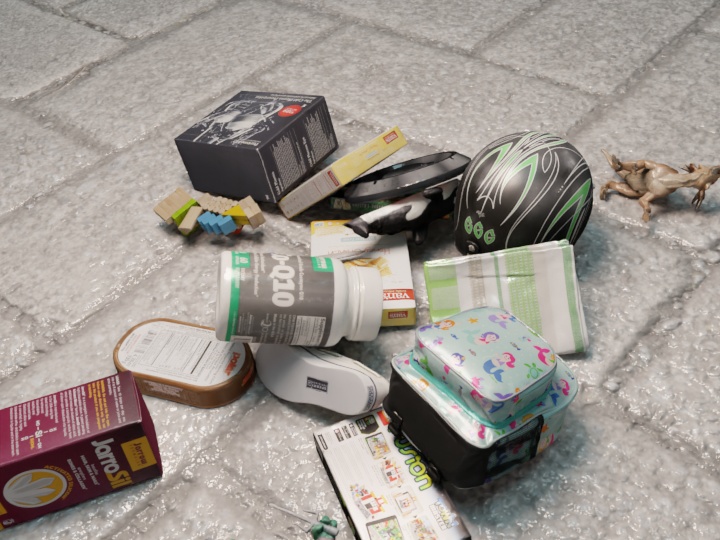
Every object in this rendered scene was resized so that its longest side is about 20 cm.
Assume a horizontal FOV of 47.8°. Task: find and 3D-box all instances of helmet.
[{"bbox_3d":[0.231,-0.100,1.148,0.200,0.191,0.200,14,24,-7],"label":"helmet"}]

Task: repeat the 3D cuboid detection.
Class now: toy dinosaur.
[{"bbox_3d":[0.464,-0.141,1.269,0.135,0.086,0.200,-11,24,-21],"label":"toy dinosaur"}]

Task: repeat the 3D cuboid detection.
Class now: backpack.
[{"bbox_3d":[0.146,0.133,0.935,0.200,0.151,0.178,-12,39,-37],"label":"backpack"}]

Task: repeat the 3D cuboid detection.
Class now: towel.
[{"bbox_3d":[0.189,0.045,1.059,0.200,0.031,0.150,-8,82,2],"label":"towel"}]

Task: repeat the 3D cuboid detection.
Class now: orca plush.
[{"bbox_3d":[0.076,-0.070,1.169,0.200,0.071,0.105,-24,2,-42],"label":"orca plush"}]

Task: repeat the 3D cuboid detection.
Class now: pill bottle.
[{"bbox_3d":[-0.079,0.037,1.020,0.200,0.113,0.113,4,40,-13],"label":"pill bottle"}]

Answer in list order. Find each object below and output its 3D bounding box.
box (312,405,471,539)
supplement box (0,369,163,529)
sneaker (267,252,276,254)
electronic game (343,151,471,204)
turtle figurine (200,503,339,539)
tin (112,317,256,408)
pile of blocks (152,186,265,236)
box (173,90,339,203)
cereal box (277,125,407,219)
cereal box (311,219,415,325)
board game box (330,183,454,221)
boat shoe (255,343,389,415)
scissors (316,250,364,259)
[{"bbox_3d":[0.031,0.246,0.914,0.110,0.035,0.200,-18,43,-13],"label":"box"},{"bbox_3d":[-0.344,0.208,0.945,0.200,0.110,0.086,-17,43,-12],"label":"supplement box"},{"bbox_3d":[-0.114,0.032,1.144,0.085,0.077,0.200,-18,43,-19],"label":"sneaker"},{"bbox_3d":[0.071,-0.137,1.224,0.200,0.042,0.200,-16,13,4],"label":"electronic game"},{"bbox_3d":[-0.064,0.300,0.816,0.200,0.101,0.150,-7,-1,35],"label":"turtle figurine"},{"bbox_3d":[-0.237,0.121,1.086,0.200,0.042,0.112,9,48,17],"label":"tin"},{"bbox_3d":[-0.235,-0.076,1.294,0.200,0.062,0.082,9,55,27],"label":"pile of blocks"},{"bbox_3d":[-0.174,-0.216,1.380,0.200,0.104,0.182,12,44,35],"label":"box"},{"bbox_3d":[-0.032,-0.152,1.275,0.144,0.040,0.200,-36,7,-31],"label":"cereal box"},{"bbox_3d":[0.000,0.000,1.176,0.144,0.040,0.200,-3,41,-2],"label":"cereal box"},{"bbox_3d":[0.063,-0.112,1.295,0.200,0.024,0.105,8,20,17],"label":"board game box"},{"bbox_3d":[-0.048,0.132,1.029,0.200,0.072,0.066,7,3,40],"label":"boat shoe"},{"bbox_3d":[-0.097,-0.013,1.143,0.200,0.014,0.073,-20,32,-24],"label":"scissors"}]
